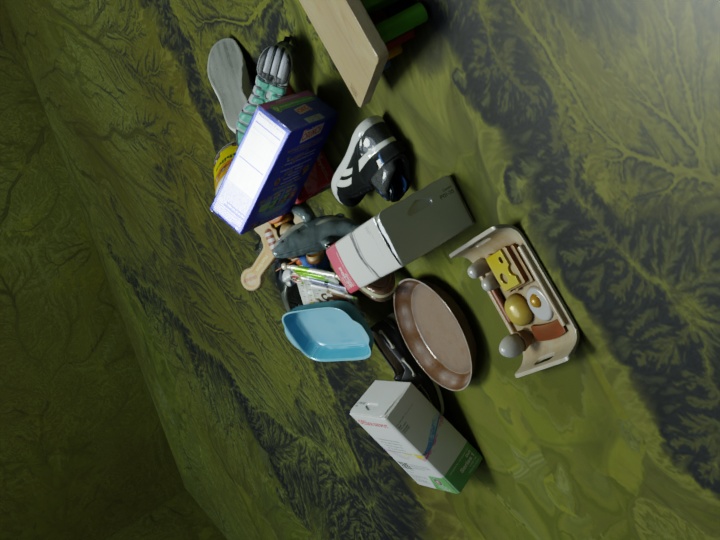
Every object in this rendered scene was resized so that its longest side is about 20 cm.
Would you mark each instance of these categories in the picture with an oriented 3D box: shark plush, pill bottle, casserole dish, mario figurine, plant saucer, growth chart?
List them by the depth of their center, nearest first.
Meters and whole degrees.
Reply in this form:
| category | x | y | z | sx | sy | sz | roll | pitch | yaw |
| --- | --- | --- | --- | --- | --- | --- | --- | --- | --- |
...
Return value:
| category | x | y | z | sx | sy | sz | roll | pitch | yaw |
| --- | --- | --- | --- | --- | --- | --- | --- | --- | --- |
| plant saucer | 0.127 | 0.099 | 1.509 | 0.200 | 0.034 | 0.202 | 45 | 149 | 36 |
| shark plush | -0.046 | -0.047 | 1.555 | 0.196 | 0.084 | 0.092 | 7 | 119 | 10 |
| casserole dish | -0.054 | 0.104 | 1.643 | 0.198 | 0.039 | 0.122 | -8 | 124 | 44 |
| growth chart | -0.053 | 0.068 | 1.660 | 0.142 | 0.018 | 0.202 | 6 | 133 | 28 |
| mario figurine | -0.072 | 0.039 | 1.696 | 0.201 | 0.105 | 0.124 | 63 | 177 | -39 |
| pill bottle | -0.214 | -0.156 | 1.703 | 0.201 | 0.107 | 0.111 | -111 | 7 | -60 |

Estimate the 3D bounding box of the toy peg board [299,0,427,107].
| category | x | y | z | sx | sy | sz | roll | pitch | yaw |
| --- | --- | --- | --- | --- | --- | --- | --- | --- | --- |
| toy peg board | 0.002 | -0.358 | 1.255 | 0.202 | 0.097 | 0.199 | 61 | 170 | 4 |

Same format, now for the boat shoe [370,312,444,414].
| category | x | y | z | sx | sy | sz | roll | pitch | yaw |
| --- | --- | --- | --- | --- | --- | --- | --- | --- | --- |
| boat shoe | 0.082 | 0.176 | 1.637 | 0.203 | 0.060 | 0.074 | 64 | 154 | -4 |

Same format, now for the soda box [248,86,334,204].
| category | x | y | z | sx | sy | sz | roll | pitch | yaw |
| --- | --- | --- | --- | --- | --- | --- | --- | --- | --- |
| soda box | -0.121 | -0.225 | 1.617 | 0.202 | 0.069 | 0.063 | 62 | 152 | 1 |

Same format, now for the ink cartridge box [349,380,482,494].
| category | x | y | z | sx | sy | sz | roll | pitch | yaw |
| --- | --- | --- | --- | --- | --- | --- | --- | --- | --- |
| ink cartridge box | 0.096 | 0.289 | 1.627 | 0.200 | 0.084 | 0.144 | 47 | 158 | -15 |

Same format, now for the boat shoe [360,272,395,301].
| category | x | y | z | sx | sy | sz | roll | pitch | yaw |
| --- | --- | --- | --- | --- | --- | --- | --- | --- | --- |
| boat shoe | 0.006 | -0.002 | 1.600 | 0.203 | 0.074 | 0.076 | -125 | 19 | -46 |

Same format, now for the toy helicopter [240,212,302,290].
| category | x | y | z | sx | sy | sz | roll | pitch | yaw |
| --- | --- | --- | --- | --- | --- | --- | --- | --- | --- |
| toy helicopter | -0.159 | -0.038 | 1.784 | 0.132 | 0.079 | 0.201 | 39 | 108 | 7 |

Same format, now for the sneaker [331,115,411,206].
| category | x | y | z | sx | sy | sz | roll | pitch | yaw |
| --- | --- | --- | --- | --- | --- | --- | --- | --- | --- |
| sneaker | 0.019 | -0.134 | 1.436 | 0.113 | 0.072 | 0.201 | 54 | 152 | 20 |

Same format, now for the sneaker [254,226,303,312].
| category | x | y | z | sx | sy | sz | roll | pitch | yaw |
| --- | --- | --- | --- | --- | --- | --- | --- | --- | --- |
| sneaker | -0.156 | -0.007 | 1.897 | 0.114 | 0.075 | 0.203 | 18 | 127 | 58 |

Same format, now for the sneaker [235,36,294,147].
| category | x | y | z | sx | sy | sz | roll | pitch | yaw |
| --- | --- | --- | --- | --- | --- | --- | --- | --- | --- |
| sneaker | -0.149 | -0.288 | 1.546 | 0.073 | 0.088 | 0.202 | 24 | 121 | -3 |

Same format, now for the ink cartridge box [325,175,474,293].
| category | x | y | z | sx | sy | sz | roll | pitch | yaw |
| --- | --- | --- | --- | --- | --- | --- | --- | --- | --- |
| ink cartridge box | 0.054 | -0.050 | 1.367 | 0.084 | 0.145 | 0.200 | 60 | 155 | -1 |

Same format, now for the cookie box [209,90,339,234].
| category | x | y | z | sx | sy | sz | roll | pitch | yaw |
| --- | --- | --- | --- | --- | --- | --- | --- | --- | --- |
| cookie box | -0.137 | -0.176 | 1.489 | 0.075 | 0.171 | 0.202 | 36 | 118 | 11 |

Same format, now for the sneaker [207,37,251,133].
| category | x | y | z | sx | sy | sz | roll | pitch | yaw |
| --- | --- | --- | --- | --- | --- | --- | --- | --- | --- |
| sneaker | -0.226 | -0.320 | 1.716 | 0.116 | 0.072 | 0.203 | 58 | -162 | -68 |

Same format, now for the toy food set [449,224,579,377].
| category | x | y | z | sx | sy | sz | roll | pitch | yaw |
| --- | --- | --- | --- | --- | --- | --- | --- | --- | --- |
| toy food set | 0.204 | 0.044 | 1.275 | 0.202 | 0.060 | 0.143 | 60 | 155 | 4 |
